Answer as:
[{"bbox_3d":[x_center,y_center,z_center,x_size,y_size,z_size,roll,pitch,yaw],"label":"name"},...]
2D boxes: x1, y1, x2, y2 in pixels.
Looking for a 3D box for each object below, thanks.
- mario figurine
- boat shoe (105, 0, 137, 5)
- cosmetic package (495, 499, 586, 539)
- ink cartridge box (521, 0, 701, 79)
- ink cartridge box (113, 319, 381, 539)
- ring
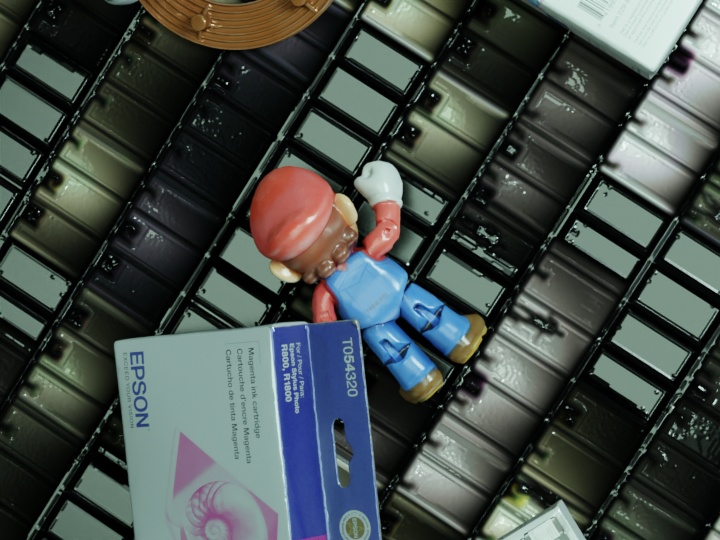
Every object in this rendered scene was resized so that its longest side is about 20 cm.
[{"bbox_3d":[0.000,0.000,1.732,0.200,0.106,0.123,46,59,-5],"label":"mario figurine"},{"bbox_3d":[-0.214,-0.294,1.740,0.074,0.067,0.200,-25,76,43],"label":"boat shoe"},{"bbox_3d":[0.165,0.277,1.712,0.083,0.051,0.200,-33,86,8],"label":"cosmetic package"},{"bbox_3d":[0.166,-0.252,1.687,0.200,0.088,0.145,32,94,5],"label":"ink cartridge box"},{"bbox_3d":[-0.085,0.140,1.716,0.200,0.043,0.197,-7,89,32],"label":"ink cartridge box"},{"bbox_3d":[-0.097,-0.265,1.737,0.200,0.019,0.201,3,99,19],"label":"ring"}]
